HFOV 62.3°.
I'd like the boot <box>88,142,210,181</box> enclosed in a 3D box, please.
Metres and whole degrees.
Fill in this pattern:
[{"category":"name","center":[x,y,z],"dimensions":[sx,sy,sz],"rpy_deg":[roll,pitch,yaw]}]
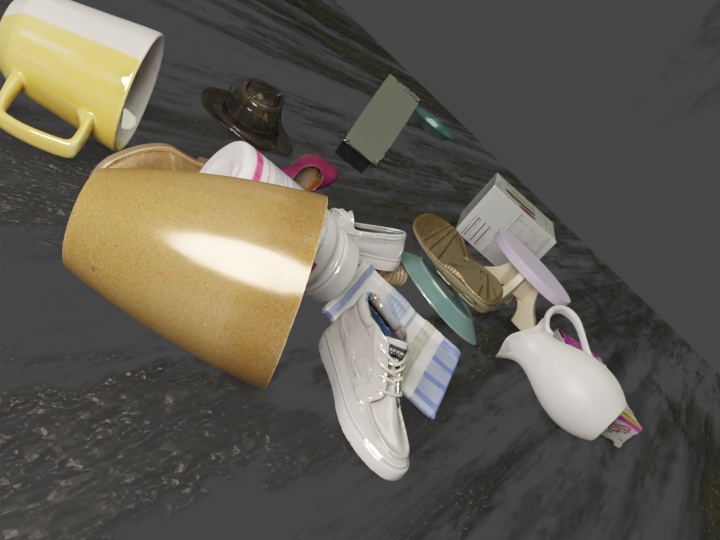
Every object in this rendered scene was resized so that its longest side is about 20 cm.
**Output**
[{"category":"boot","center":[-0.216,-0.093,0.693],"dimensions":[0.076,0.073,0.199],"rpy_deg":[57,25,14]}]

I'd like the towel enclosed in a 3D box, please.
[{"category":"towel","center":[0.047,0.085,0.794],"dimensions":[0.200,0.024,0.147],"rpy_deg":[45,34,0]}]

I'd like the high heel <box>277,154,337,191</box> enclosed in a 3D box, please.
[{"category":"high heel","center":[-0.092,-0.137,0.938],"dimensions":[0.198,0.068,0.096],"rpy_deg":[0,35,-49]}]

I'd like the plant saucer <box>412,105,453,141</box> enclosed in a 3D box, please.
[{"category":"plant saucer","center":[0.263,-0.546,2.233],"dimensions":[0.198,0.036,0.201],"rpy_deg":[34,24,-17]}]

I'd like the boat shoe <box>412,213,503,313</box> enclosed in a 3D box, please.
[{"category":"boat shoe","center":[0.158,-0.010,1.023],"dimensions":[0.072,0.065,0.200],"rpy_deg":[-37,76,-23]}]

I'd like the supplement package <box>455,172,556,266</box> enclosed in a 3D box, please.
[{"category":"supplement package","center":[0.365,-0.112,1.495],"dimensions":[0.199,0.147,0.191],"rpy_deg":[41,24,-1]}]

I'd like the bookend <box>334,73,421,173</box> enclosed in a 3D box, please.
[{"category":"bookend","center":[0.019,-0.294,1.328],"dimensions":[0.092,0.199,0.202],"rpy_deg":[35,68,-8]}]

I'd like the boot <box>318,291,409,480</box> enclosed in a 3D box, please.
[{"category":"boot","center":[0.019,0.114,0.646],"dimensions":[0.073,0.096,0.201],"rpy_deg":[17,33,-42]}]

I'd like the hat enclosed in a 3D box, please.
[{"category":"hat","center":[-0.182,-0.292,1.065],"dimensions":[0.199,0.081,0.202],"rpy_deg":[33,24,-16]}]

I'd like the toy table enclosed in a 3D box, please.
[{"category":"toy table","center":[0.318,0.028,1.222],"dimensions":[0.182,0.117,0.201],"rpy_deg":[9,39,-51]}]

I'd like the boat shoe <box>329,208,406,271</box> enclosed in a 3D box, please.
[{"category":"boat shoe","center":[-0.025,-0.054,0.860],"dimensions":[0.197,0.070,0.072],"rpy_deg":[16,17,-13]}]

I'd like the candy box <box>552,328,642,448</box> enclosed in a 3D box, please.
[{"category":"candy box","center":[0.430,0.217,1.132],"dimensions":[0.135,0.061,0.201],"rpy_deg":[32,25,-19]}]

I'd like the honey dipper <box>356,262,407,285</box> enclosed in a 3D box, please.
[{"category":"honey dipper","center":[0.000,0.000,0.891],"dimensions":[0.198,0.038,0.038],"rpy_deg":[6,40,-50]}]

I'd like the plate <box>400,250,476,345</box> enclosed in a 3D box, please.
[{"category":"plate","center":[0.136,0.037,0.990],"dimensions":[0.200,0.026,0.201],"rpy_deg":[46,13,-14]}]

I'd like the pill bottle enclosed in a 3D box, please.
[{"category":"pill bottle","center":[-0.097,-0.048,0.706],"dimensions":[0.199,0.113,0.114],"rpy_deg":[37,21,-38]}]

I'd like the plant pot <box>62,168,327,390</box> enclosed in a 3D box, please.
[{"category":"plant pot","center":[-0.151,-0.014,0.542],"dimensions":[0.197,0.188,0.187],"rpy_deg":[20,27,-10]}]

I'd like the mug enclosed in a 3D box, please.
[{"category":"mug","center":[-0.327,-0.233,0.679],"dimensions":[0.151,0.151,0.187],"rpy_deg":[24,21,-15]}]

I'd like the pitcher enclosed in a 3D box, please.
[{"category":"pitcher","center":[0.352,0.163,0.995],"dimensions":[0.170,0.122,0.200],"rpy_deg":[-34,65,-21]}]
